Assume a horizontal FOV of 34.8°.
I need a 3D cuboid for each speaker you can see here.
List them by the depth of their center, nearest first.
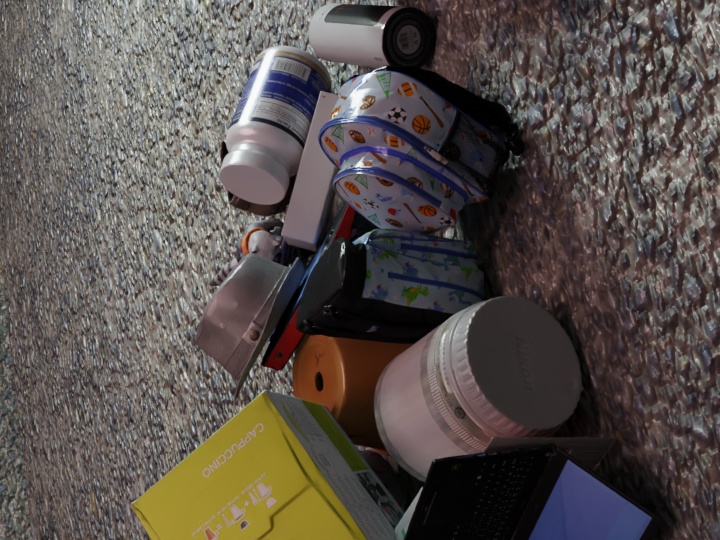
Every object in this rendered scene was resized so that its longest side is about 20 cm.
[{"bbox_3d":[0.011,-0.304,1.493,0.200,0.081,0.082,25,111,58],"label":"speaker"}]

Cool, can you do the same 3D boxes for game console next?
[{"bbox_3d":[-0.065,0.018,1.469,0.200,0.031,0.177,-57,13,39],"label":"game console"}]

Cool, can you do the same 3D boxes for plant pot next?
[{"bbox_3d":[0.005,0.137,1.442,0.200,0.139,0.202,2,93,60],"label":"plant pot"}]

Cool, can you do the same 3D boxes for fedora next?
[{"bbox_3d":[-0.152,0.057,1.473,0.201,0.090,0.177,-59,4,25],"label":"fedora"}]

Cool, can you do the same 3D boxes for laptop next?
[{"bbox_3d":[0.155,0.264,1.114,0.104,0.198,0.178,-113,28,-43],"label":"laptop"}]

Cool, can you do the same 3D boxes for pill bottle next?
[{"bbox_3d":[-0.119,-0.199,1.583,0.116,0.115,0.201,-29,37,56],"label":"pill bottle"}]

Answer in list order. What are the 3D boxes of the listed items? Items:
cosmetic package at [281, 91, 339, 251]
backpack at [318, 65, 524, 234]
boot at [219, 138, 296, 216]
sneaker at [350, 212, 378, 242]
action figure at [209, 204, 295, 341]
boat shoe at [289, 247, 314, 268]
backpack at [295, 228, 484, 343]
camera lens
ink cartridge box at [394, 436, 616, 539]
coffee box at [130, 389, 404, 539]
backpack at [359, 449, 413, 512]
[{"bbox_3d":[-0.054,-0.131,1.550,0.083,0.050,0.202,57,-132,-81],"label":"cosmetic package"},{"bbox_3d":[0.047,-0.134,1.302,0.200,0.190,0.155,-20,35,56],"label":"backpack"},{"bbox_3d":[-0.132,-0.178,1.668,0.070,0.145,0.202,-25,68,60],"label":"boot"},{"bbox_3d":[0.000,0.000,1.477,0.201,0.070,0.082,-77,12,-47],"label":"sneaker"},{"bbox_3d":[-0.152,0.009,1.629,0.194,0.104,0.202,125,153,-62],"label":"action figure"},{"bbox_3d":[-0.067,0.004,1.629,0.201,0.072,0.071,61,143,42],"label":"boat shoe"},{"bbox_3d":[0.047,0.022,1.308,0.163,0.199,0.155,134,152,-61],"label":"backpack"},{"bbox_3d":[0.119,0.132,1.227,0.200,0.159,0.161,-42,55,52],"label":"camera lens"},{"bbox_3d":[0.145,0.221,1.181,0.201,0.160,0.050,-64,36,33],"label":"ink cartridge box"},{"bbox_3d":[-0.088,0.276,1.259,0.199,0.198,0.200,-40,69,7],"label":"coffee box"},{"bbox_3d":[-0.009,0.331,1.427,0.200,0.175,0.154,50,142,44],"label":"backpack"}]
